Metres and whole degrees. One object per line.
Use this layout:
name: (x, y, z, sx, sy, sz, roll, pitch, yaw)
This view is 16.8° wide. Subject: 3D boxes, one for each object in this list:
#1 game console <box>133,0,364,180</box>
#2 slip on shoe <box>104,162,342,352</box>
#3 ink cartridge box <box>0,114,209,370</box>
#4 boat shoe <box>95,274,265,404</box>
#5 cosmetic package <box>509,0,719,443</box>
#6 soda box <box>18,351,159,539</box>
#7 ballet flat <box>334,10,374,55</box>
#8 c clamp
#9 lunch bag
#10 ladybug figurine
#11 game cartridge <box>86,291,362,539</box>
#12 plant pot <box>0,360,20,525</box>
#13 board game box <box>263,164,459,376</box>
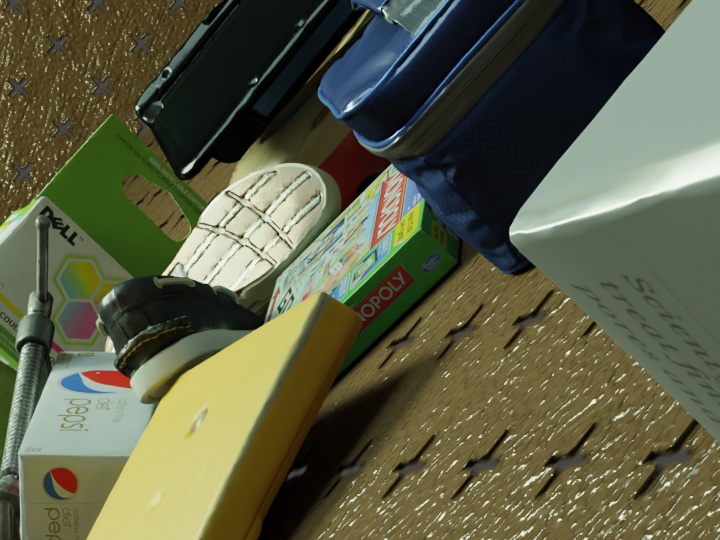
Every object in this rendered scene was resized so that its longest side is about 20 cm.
game console: (-0.039, -0.140, 1.568, 0.200, 0.116, 0.176, -50, -31, 8)
slip on shoe: (-0.074, 0.010, 1.498, 0.200, 0.061, 0.076, -47, 53, 24)
ink cartridge box: (-0.181, 0.001, 1.726, 0.200, 0.148, 0.076, -50, 11, -19)
boat shoe: (-0.097, 0.035, 1.362, 0.074, 0.060, 0.200, -34, -8, 11)
cosmetic package: (0.165, -0.030, 0.383, 0.200, 0.165, 0.165, -49, 10, -17)
soda box: (-0.146, 0.101, 1.370, 0.200, 0.068, 0.064, -92, 2, -75)
ballet flat: (0.039, -0.199, 1.841, 0.200, 0.069, 0.063, -49, -4, -20)
c clamp: (-0.195, 0.098, 1.412, 0.171, 0.027, 0.200, 92, 180, -50)
lunch bag: (0.059, -0.098, 1.173, 0.136, 0.132, 0.200, -46, 11, 2)
ladybug figurine: (-0.006, -0.096, 1.597, 0.200, 0.072, 0.136, -46, 10, 7)
game cartridge: (-0.085, 0.118, 1.159, 0.176, 0.032, 0.200, -31, 29, 57)
plant pot: (-0.276, 0.118, 1.568, 0.200, 0.184, 0.200, -45, 10, 10)
board game box: (0.000, 0.000, 1.331, 0.135, 0.029, 0.200, -45, 10, 16)
